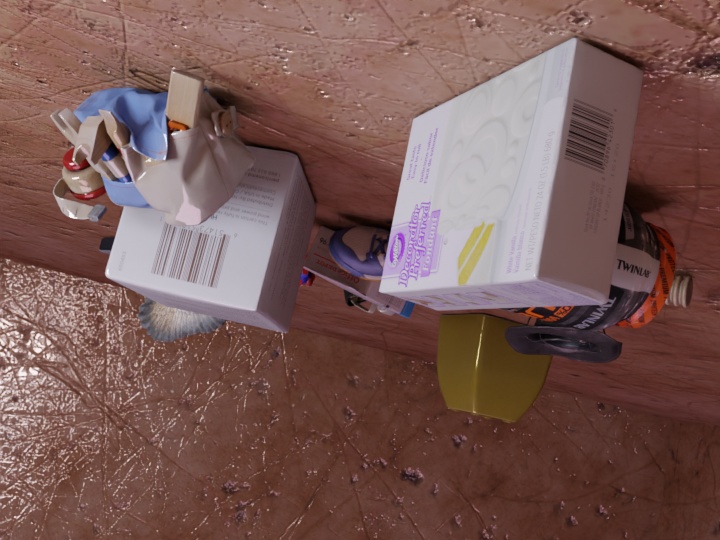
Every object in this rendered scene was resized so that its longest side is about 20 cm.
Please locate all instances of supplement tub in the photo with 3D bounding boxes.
[{"bbox_3d":[0.167,-0.018,0.700,0.198,0.124,0.122,14,170,-11],"label":"supplement tub"}]

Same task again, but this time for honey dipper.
[{"bbox_3d":[0.305,0.012,0.972,0.199,0.038,0.038,9,171,35],"label":"honey dipper"}]

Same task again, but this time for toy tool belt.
[{"bbox_3d":[-0.199,-0.120,0.684,0.198,0.125,0.123,5,137,24],"label":"toy tool belt"}]

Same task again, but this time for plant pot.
[{"bbox_3d":[0.275,0.213,1.675,0.194,0.202,0.194,17,170,-21],"label":"plant pot"}]

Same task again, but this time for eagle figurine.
[{"bbox_3d":[-0.208,0.008,1.043,0.198,0.153,0.151,-3,154,-11],"label":"eagle figurine"}]

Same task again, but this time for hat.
[{"bbox_3d":[0.320,0.084,1.235,0.199,0.082,0.201,9,162,3],"label":"hat"}]

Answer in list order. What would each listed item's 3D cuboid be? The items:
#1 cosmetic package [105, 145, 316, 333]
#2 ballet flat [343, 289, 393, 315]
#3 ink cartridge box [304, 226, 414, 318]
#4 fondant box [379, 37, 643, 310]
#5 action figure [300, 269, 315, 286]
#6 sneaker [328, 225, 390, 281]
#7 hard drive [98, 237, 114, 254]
[{"bbox_3d":[-0.154,-0.037,0.875,0.166,0.168,0.200,12,170,5],"label":"cosmetic package"},{"bbox_3d":[0.040,0.044,1.390,0.068,0.069,0.199,19,168,-34],"label":"ballet flat"},{"bbox_3d":[0.000,0.000,1.121,0.115,0.068,0.200,23,177,28],"label":"ink cartridge box"},{"bbox_3d":[0.091,-0.051,0.534,0.058,0.146,0.200,15,170,-22],"label":"fondant box"},{"bbox_3d":[-0.116,0.005,1.442,0.065,0.052,0.200,8,173,1],"label":"action figure"},{"bbox_3d":[0.061,-0.026,1.006,0.198,0.076,0.088,12,154,-12],"label":"sneaker"},{"bbox_3d":[-0.449,-0.028,1.715,0.199,0.033,0.139,21,167,-42],"label":"hard drive"}]
